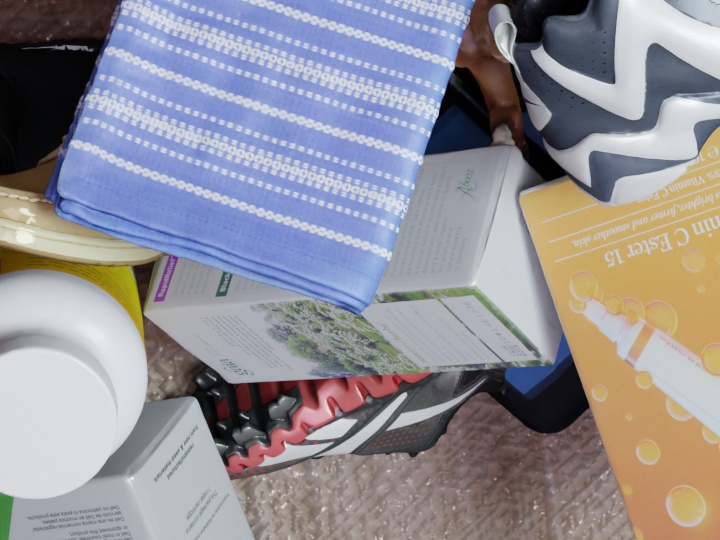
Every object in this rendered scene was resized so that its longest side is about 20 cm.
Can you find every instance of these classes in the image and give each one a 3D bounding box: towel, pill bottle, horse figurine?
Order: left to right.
[{"bbox_3d":[-0.156,0.036,1.130,0.104,0.200,0.104,-2,109,-7],"label":"pill bottle"},{"bbox_3d":[-0.034,-0.094,0.980,0.145,0.024,0.200,18,79,0],"label":"towel"},{"bbox_3d":[0.028,-0.146,1.073,0.050,0.133,0.200,-33,82,8],"label":"horse figurine"}]

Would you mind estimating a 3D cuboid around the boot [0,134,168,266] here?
[{"bbox_3d":[-0.096,-0.084,1.038,0.200,0.073,0.156,-7,110,-50],"label":"boot"}]

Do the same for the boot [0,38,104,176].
[{"bbox_3d":[-0.168,-0.062,1.112,0.200,0.168,0.076,12,108,-11],"label":"boot"}]

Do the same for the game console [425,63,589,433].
[{"bbox_3d":[0.099,-0.014,1.194,0.200,0.171,0.118,40,72,-18],"label":"game console"}]

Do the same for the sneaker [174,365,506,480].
[{"bbox_3d":[-0.009,0.068,1.225,0.200,0.071,0.098,-29,135,18],"label":"sneaker"}]

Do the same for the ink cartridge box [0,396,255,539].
[{"bbox_3d":[-0.124,0.177,1.216,0.147,0.083,0.200,-9,113,27],"label":"ink cartridge box"}]

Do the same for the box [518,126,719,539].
[{"bbox_3d":[0.174,0.034,1.069,0.124,0.097,0.200,-20,89,33],"label":"box"}]

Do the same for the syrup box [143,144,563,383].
[{"bbox_3d":[0.000,0.000,1.138,0.200,0.081,0.079,-4,147,36],"label":"syrup box"}]

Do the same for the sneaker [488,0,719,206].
[{"bbox_3d":[0.141,-0.127,0.971,0.199,0.080,0.130,-31,127,19],"label":"sneaker"}]
